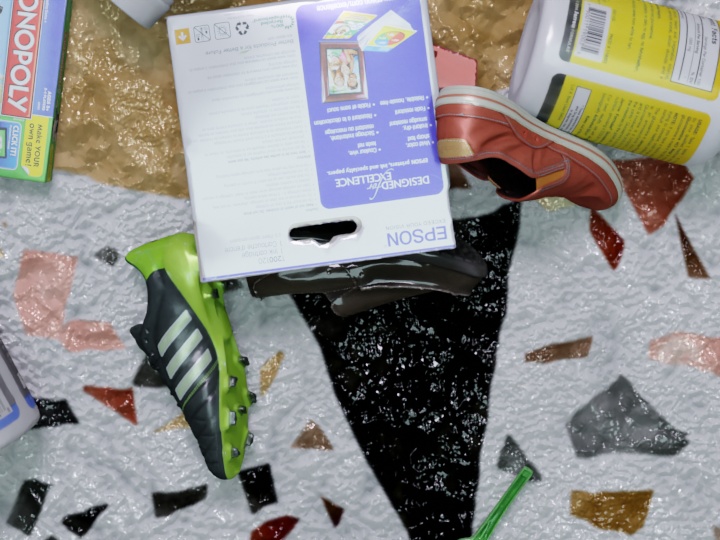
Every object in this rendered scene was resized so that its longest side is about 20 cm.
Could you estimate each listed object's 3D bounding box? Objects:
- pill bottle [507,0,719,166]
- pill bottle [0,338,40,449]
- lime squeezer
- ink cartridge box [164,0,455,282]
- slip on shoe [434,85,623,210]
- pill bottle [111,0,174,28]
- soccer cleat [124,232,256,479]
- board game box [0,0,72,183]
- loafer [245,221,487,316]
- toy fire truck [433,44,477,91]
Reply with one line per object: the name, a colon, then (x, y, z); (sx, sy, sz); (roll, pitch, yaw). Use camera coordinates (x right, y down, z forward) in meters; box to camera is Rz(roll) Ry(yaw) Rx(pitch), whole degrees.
pill bottle: (0.220, -0.144, 1.079); (0.199, 0.112, 0.113); (15, 98, -3)
pill bottle: (-0.342, 0.054, 1.097); (0.113, 0.114, 0.201); (-26, 98, 3)
lime squeezer: (0.080, 0.249, 1.161); (0.038, 0.071, 0.200); (27, 67, 11)
ink cartridge box: (-0.037, -0.102, 1.066); (0.197, 0.043, 0.201); (-7, 91, 3)
slip on shoe: (0.126, -0.078, 1.072); (0.200, 0.074, 0.062); (21, 75, -43)
pill bottle: (-0.121, -0.280, 1.053); (0.111, 0.111, 0.200); (42, 95, -6)
soccer cleat: (-0.136, 0.070, 1.135); (0.081, 0.068, 0.201); (-8, 98, 18)
board game box: (-0.297, -0.177, 1.107); (0.134, 0.029, 0.201); (8, 98, -1)
loafer: (0.000, 0.000, 1.124); (0.199, 0.073, 0.072); (7, 108, 3)
toy fire truck: (-0.014, -0.113, 1.111); (0.199, 0.049, 0.142); (7, 97, -1)
